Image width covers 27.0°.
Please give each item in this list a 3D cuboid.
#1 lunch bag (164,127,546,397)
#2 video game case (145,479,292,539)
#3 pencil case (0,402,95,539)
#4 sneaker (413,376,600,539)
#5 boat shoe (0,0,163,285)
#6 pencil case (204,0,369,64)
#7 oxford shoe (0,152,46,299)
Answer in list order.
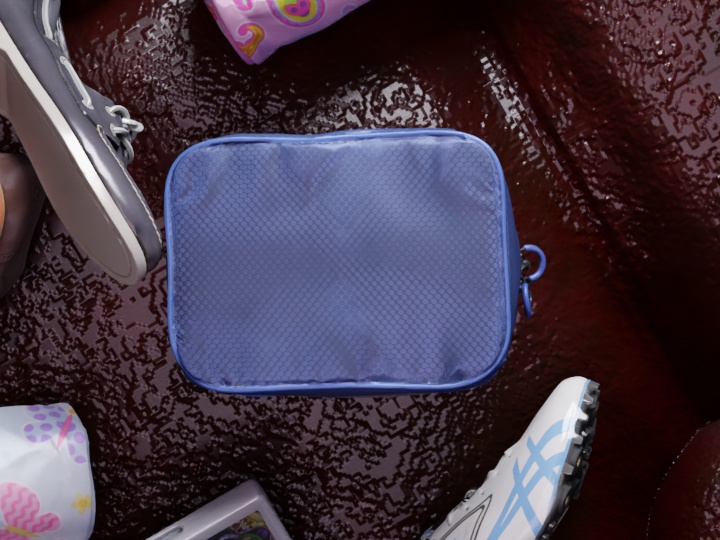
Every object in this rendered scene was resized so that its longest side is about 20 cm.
[{"bbox_3d":[0.000,0.000,0.805,0.200,0.132,0.136,0,85,3],"label":"lunch bag"},{"bbox_3d":[-0.096,0.236,0.852,0.182,0.023,0.200,-29,120,-5],"label":"video game case"},{"bbox_3d":[-0.246,0.125,0.820,0.200,0.083,0.091,-6,136,-25],"label":"pencil case"},{"bbox_3d":[0.075,0.145,0.861,0.072,0.072,0.200,30,94,17],"label":"sneaker"},{"bbox_3d":[-0.146,-0.081,0.790,0.063,0.073,0.200,-23,63,-25],"label":"boat shoe"},{"bbox_3d":[0.007,-0.187,0.795,0.200,0.087,0.088,-27,98,5],"label":"pencil case"},{"bbox_3d":[-0.229,0.020,0.845,0.071,0.073,0.200,44,121,18],"label":"oxford shoe"}]
